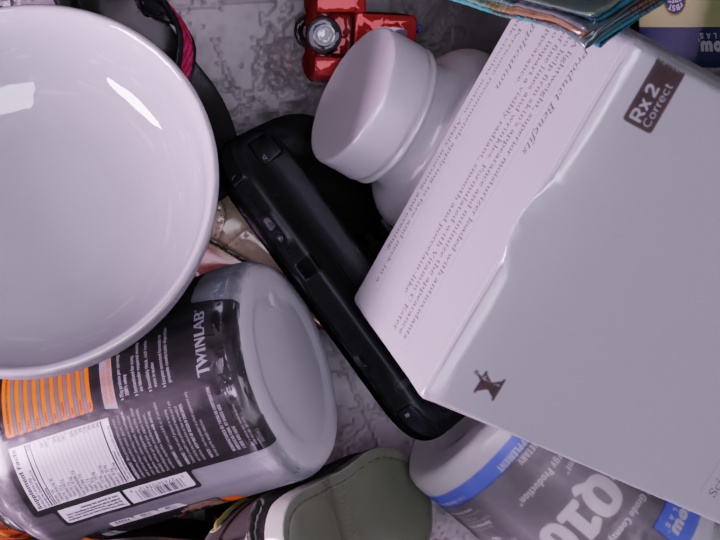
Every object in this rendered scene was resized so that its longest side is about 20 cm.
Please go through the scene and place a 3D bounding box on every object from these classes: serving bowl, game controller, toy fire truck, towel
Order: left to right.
[{"bbox_3d":[-0.171,-0.035,1.008,0.199,0.066,0.201,0,73,1],"label":"serving bowl"},{"bbox_3d":[0.000,0.000,1.074,0.042,0.104,0.200,-37,88,25],"label":"game controller"},{"bbox_3d":[0.036,-0.207,1.102,0.140,0.049,0.201,0,99,-11],"label":"toy fire truck"},{"bbox_3d":[0.119,-0.164,0.969,0.146,0.200,0.022,-28,116,-17],"label":"towel"}]

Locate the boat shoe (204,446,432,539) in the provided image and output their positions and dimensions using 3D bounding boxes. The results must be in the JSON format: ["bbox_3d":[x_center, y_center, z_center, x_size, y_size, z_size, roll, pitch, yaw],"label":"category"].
[{"bbox_3d":[-0.020,0.143,1.090,0.060,0.201,0.072,-14,84,25],"label":"boat shoe"}]

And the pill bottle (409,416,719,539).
[{"bbox_3d":[0.136,0.140,1.137,0.200,0.114,0.114,40,90,-13],"label":"pill bottle"}]

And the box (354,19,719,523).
[{"bbox_3d":[0.138,-0.008,0.985,0.199,0.131,0.200,25,103,-24],"label":"box"}]

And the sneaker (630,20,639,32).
[{"bbox_3d":[0.153,-0.221,1.116,0.079,0.074,0.201,-3,99,10],"label":"sneaker"}]

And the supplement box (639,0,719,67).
[{"bbox_3d":[0.265,-0.217,1.058,0.199,0.134,0.201,-9,101,-38],"label":"supplement box"}]

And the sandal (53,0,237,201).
[{"bbox_3d":[-0.128,-0.127,1.065,0.075,0.045,0.201,-25,89,-18],"label":"sandal"}]

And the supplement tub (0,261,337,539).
[{"bbox_3d":[-0.124,0.078,1.054,0.199,0.123,0.123,-17,102,20],"label":"supplement tub"}]

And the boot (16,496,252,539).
[{"bbox_3d":[-0.122,0.240,1.140,0.185,0.064,0.201,-2,103,-7],"label":"boot"}]

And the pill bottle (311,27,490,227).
[{"bbox_3d":[0.076,-0.056,1.082,0.199,0.111,0.112,27,93,-24],"label":"pill bottle"}]

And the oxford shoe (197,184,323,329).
[{"bbox_3d":[-0.032,-0.011,1.110,0.199,0.070,0.075,25,88,-13],"label":"oxford shoe"}]
